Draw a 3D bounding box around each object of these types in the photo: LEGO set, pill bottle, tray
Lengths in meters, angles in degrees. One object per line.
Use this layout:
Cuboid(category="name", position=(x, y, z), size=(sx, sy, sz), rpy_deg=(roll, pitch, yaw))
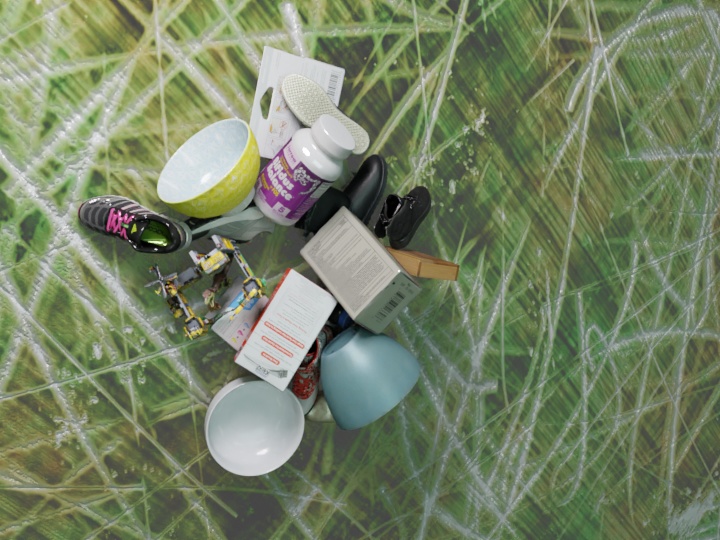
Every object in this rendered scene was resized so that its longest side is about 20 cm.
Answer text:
Cuboid(category="LEGO set", position=(-0.274, 0.029, 1.330), size=(0.198, 0.116, 0.156), rpy_deg=(-25, 84, 7))
Cuboid(category="pill bottle", position=(-0.102, -0.183, 1.354), size=(0.112, 0.113, 0.200), rpy_deg=(29, 123, -30))
Cuboid(category="tray", position=(0.105, -0.019, 1.532), size=(0.097, 0.199, 0.038), rpy_deg=(7, 98, -29))

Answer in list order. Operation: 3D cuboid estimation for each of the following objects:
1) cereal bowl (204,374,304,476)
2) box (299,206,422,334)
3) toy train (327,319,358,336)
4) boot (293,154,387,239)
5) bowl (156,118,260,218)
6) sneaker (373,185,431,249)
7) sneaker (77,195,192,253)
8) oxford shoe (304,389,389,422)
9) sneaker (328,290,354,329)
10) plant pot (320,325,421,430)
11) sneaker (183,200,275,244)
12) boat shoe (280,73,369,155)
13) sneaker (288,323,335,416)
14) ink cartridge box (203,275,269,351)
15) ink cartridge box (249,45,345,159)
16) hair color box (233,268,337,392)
Cuboid(category="cereal bowl", position=(-0.215, 0.297, 1.481), size=(0.197, 0.083, 0.203), rpy_deg=(-6, 107, -20))
Cuboid(category="box", position=(0.000, 0.000, 1.423), size=(0.128, 0.200, 0.109), rpy_deg=(-45, 146, 7))
Cuboid(category="toy train", position=(-0.018, 0.165, 1.575), size=(0.112, 0.085, 0.203), rpy_deg=(-2, 101, -19))
Cuboid(category="boot", position=(-0.043, -0.150, 1.480), size=(0.161, 0.073, 0.201), rpy_deg=(12, 104, -42))
Cuboid(category="bowl", position=(-0.248, -0.160, 1.322), size=(0.201, 0.199, 0.108), rpy_deg=(-49, 131, -11))
Cuboid(category="sneaker", position=(0.088, -0.125, 1.535), size=(0.201, 0.059, 0.105), rpy_deg=(-62, 147, -30))
Cuboid(category="sneaker", position=(-0.392, -0.077, 1.291), size=(0.197, 0.087, 0.075), rpy_deg=(18, 97, -10))
Cuboid(category="oxford shoe", position=(-0.030, 0.290, 1.594), size=(0.197, 0.074, 0.072), rpy_deg=(-6, 104, -27))
Cuboid(category="sneaker", position=(-0.008, 0.037, 1.537), size=(0.200, 0.077, 0.071), rpy_deg=(-43, 155, -42))
Cuboid(category="plant pot", position=(-0.002, 0.189, 1.445), size=(0.200, 0.200, 0.135), rpy_deg=(-40, 103, -16))
Cuboid(category="sneaker", position=(-0.246, -0.079, 1.402), size=(0.198, 0.074, 0.080), rpy_deg=(-17, 114, -25))
Cuboid(category="boat shoe", position=(-0.069, -0.287, 1.394), size=(0.199, 0.062, 0.075), rpy_deg=(37, 87, -16))
Cuboid(category="sneaker", position=(-0.115, 0.205, 1.498), size=(0.204, 0.066, 0.108), rpy_deg=(-70, 165, 7))
Cuboid(category="ink cartridge box", position=(-0.197, 0.121, 1.470), size=(0.116, 0.068, 0.200), rpy_deg=(-50, 118, -10))
Cuboid(category="ink cartridge box", position=(-0.129, -0.302, 1.414), size=(0.171, 0.043, 0.203), rpy_deg=(9, 97, -30))
Cuboid(category="hair color box", position=(-0.141, 0.110, 1.407), size=(0.110, 0.064, 0.202), rpy_deg=(33, 84, -11))
